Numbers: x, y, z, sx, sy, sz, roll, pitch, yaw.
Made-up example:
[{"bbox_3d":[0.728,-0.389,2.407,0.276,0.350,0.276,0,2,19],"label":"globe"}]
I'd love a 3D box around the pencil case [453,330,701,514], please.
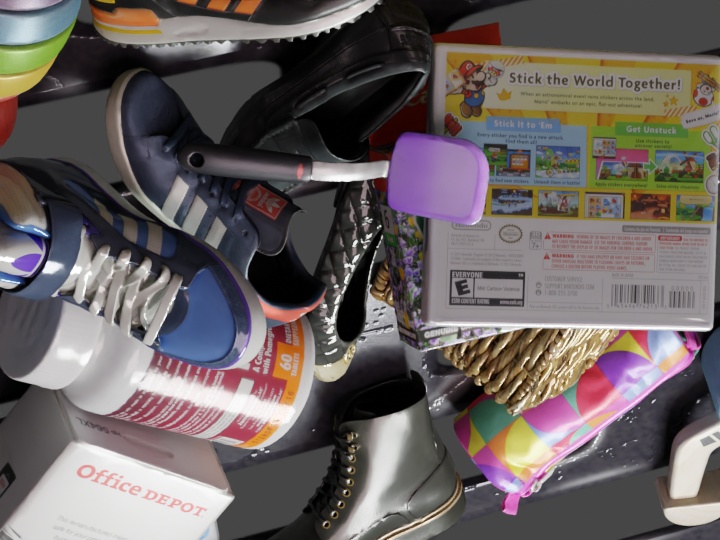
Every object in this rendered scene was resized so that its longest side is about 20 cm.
[{"bbox_3d":[0.165,0.091,1.787,0.200,0.089,0.088,-42,133,14],"label":"pencil case"}]

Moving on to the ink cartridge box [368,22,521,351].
[{"bbox_3d":[0.067,-0.056,1.564,0.108,0.050,0.201,-12,100,-13],"label":"ink cartridge box"}]

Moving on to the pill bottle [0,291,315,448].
[{"bbox_3d":[-0.138,0.050,1.590,0.199,0.110,0.110,17,120,-35],"label":"pill bottle"}]

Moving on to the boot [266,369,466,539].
[{"bbox_3d":[-0.024,0.165,1.779,0.199,0.077,0.139,-30,132,-16],"label":"boot"}]

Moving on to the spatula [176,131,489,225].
[{"bbox_3d":[-0.017,-0.064,1.485,0.199,0.021,0.057,4,111,-14],"label":"spatula"}]

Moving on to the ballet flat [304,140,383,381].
[{"bbox_3d":[0.000,0.000,1.637,0.057,0.067,0.201,22,125,11],"label":"ballet flat"}]

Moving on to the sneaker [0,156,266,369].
[{"bbox_3d":[-0.168,0.004,1.436,0.081,0.200,0.146,-59,163,22],"label":"sneaker"}]

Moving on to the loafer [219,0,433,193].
[{"bbox_3d":[-0.027,-0.096,1.524,0.068,0.071,0.200,18,134,-38],"label":"loafer"}]

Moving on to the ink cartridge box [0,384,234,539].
[{"bbox_3d":[-0.208,0.179,1.653,0.146,0.084,0.200,24,115,-38],"label":"ink cartridge box"}]

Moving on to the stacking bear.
[{"bbox_3d":[-0.227,-0.146,1.385,0.113,0.122,0.200,6,136,-20],"label":"stacking bear"}]

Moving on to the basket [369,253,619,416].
[{"bbox_3d":[0.131,-0.024,1.685,0.143,0.149,0.201,-21,146,-56],"label":"basket"}]

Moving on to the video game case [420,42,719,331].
[{"bbox_3d":[0.139,-0.053,1.545,0.199,0.023,0.183,1,92,-13],"label":"video game case"}]

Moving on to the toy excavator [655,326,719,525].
[{"bbox_3d":[0.306,0.106,1.872,0.199,0.100,0.195,-23,134,13],"label":"toy excavator"}]

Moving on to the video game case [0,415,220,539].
[{"bbox_3d":[-0.209,0.166,1.718,0.199,0.026,0.181,-17,134,-11],"label":"video game case"}]

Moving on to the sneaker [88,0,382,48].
[{"bbox_3d":[-0.076,-0.189,1.404,0.199,0.070,0.090,-6,131,13],"label":"sneaker"}]

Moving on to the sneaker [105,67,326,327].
[{"bbox_3d":[-0.086,-0.049,1.511,0.084,0.075,0.200,-7,127,39],"label":"sneaker"}]
